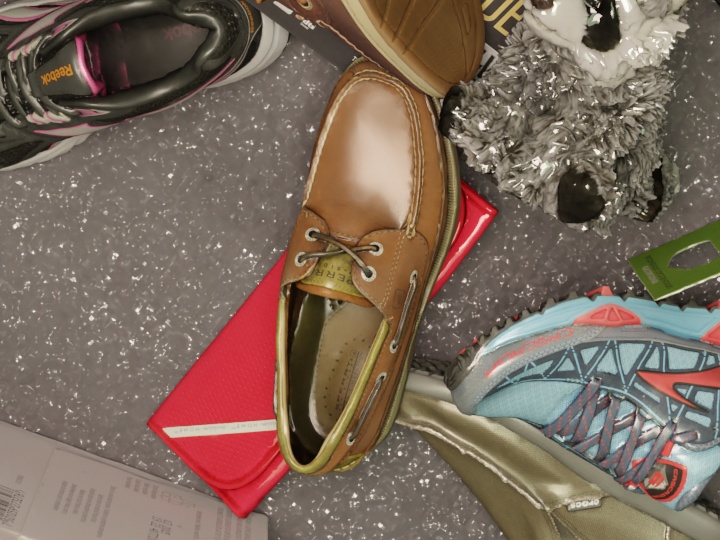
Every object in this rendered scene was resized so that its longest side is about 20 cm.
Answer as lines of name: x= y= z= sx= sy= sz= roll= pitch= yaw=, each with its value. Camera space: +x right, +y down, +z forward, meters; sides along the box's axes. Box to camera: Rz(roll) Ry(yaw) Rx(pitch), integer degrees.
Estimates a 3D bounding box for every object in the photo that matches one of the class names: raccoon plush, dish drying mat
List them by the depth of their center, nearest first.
raccoon plush: x=0.114 y=-0.098 z=1.094 sx=0.097 sy=0.200 sz=0.134 roll=34 pitch=105 yaw=14
dish drying mat: x=-0.021 y=0.024 z=1.211 sx=0.077 sy=0.018 sz=0.200 roll=43 pitch=99 yaw=25

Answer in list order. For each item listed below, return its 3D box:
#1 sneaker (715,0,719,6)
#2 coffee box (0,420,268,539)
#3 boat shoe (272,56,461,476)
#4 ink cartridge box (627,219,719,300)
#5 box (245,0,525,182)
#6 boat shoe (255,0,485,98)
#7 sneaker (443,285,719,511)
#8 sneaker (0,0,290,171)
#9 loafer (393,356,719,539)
sneaker: x=0.249 y=-0.174 z=1.156 sx=0.199 sy=0.076 sz=0.091 roll=-16 pitch=76 yaw=11
coffee box: x=-0.169 y=0.198 z=1.162 sx=0.199 sy=0.200 sz=0.198 roll=20 pitch=98 yaw=-4
boat shoe: x=0.000 y=0.000 z=1.137 sx=0.072 sy=0.068 sz=0.201 roll=9 pitch=104 yaw=18
ink cartridge box: x=0.209 y=-0.067 z=1.143 sx=0.200 sy=0.148 sz=0.076 roll=-25 pitch=97 yaw=4
box: x=0.039 y=-0.155 z=1.132 sx=0.200 sy=0.050 sz=0.158 roll=35 pitch=121 yaw=-19
boat shoe: x=-0.022 y=-0.150 z=1.079 sx=0.200 sy=0.072 sz=0.072 roll=42 pitch=59 yaw=-32
sneaker: x=0.136 y=0.064 z=1.153 sx=0.199 sy=0.079 sz=0.096 roll=1 pitch=62 yaw=-26
sneaker: x=-0.138 y=-0.099 z=1.164 sx=0.200 sy=0.086 sz=0.081 roll=-22 pitch=95 yaw=17
loafer: x=0.088 y=0.108 z=1.208 sx=0.200 sy=0.075 sz=0.070 roll=29 pitch=95 yaw=-2
